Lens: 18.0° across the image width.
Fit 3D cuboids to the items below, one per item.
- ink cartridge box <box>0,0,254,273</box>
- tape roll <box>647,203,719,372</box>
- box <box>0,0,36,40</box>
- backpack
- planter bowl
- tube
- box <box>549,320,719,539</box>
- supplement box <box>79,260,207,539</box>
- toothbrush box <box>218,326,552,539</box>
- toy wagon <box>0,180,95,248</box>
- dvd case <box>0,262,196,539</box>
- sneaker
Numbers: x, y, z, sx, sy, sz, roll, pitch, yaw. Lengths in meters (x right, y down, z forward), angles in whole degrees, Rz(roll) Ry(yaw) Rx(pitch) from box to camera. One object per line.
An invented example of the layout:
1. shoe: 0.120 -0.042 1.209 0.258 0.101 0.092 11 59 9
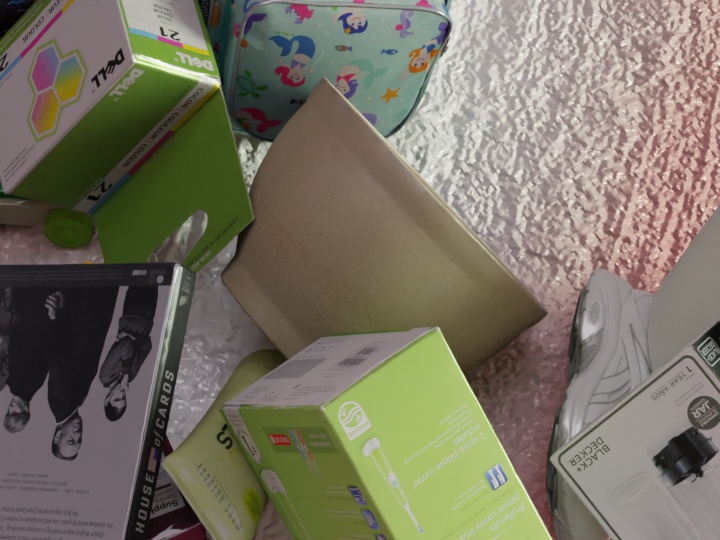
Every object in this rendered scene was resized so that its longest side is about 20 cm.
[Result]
1. ink cartridge box: -0.154 -0.082 1.411 0.075 0.148 0.201 14 47 -41
2. tape roll: 0.288 0.026 1.348 0.201 0.139 0.204 13 51 -16
3. box: -0.214 -0.237 1.472 0.106 0.200 0.123 -18 76 -47
4. backpack: -0.031 -0.166 1.490 0.176 0.200 0.152 2 57 -17
5. planter bowl: 0.000 0.000 1.391 0.135 0.200 0.200 -44 61 3
6. tube: -0.070 0.105 1.324 0.058 0.052 0.200 18 21 4
7. box: 0.215 0.145 1.269 0.200 0.117 0.060 51 28 6
8. supplement box: -0.160 0.111 1.346 0.085 0.111 0.201 -20 57 -11
9. toothbrush box: 0.026 0.138 1.246 0.086 0.145 0.201 -32 100 -23
10. toy wagon: -0.198 -0.088 1.534 0.198 0.040 0.156 3 55 3
11. dvd case: -0.173 0.094 1.263 0.149 0.025 0.202 0 72 32
12. sneaker: 0.169 0.088 1.382 0.099 0.078 0.201 11 56 5
